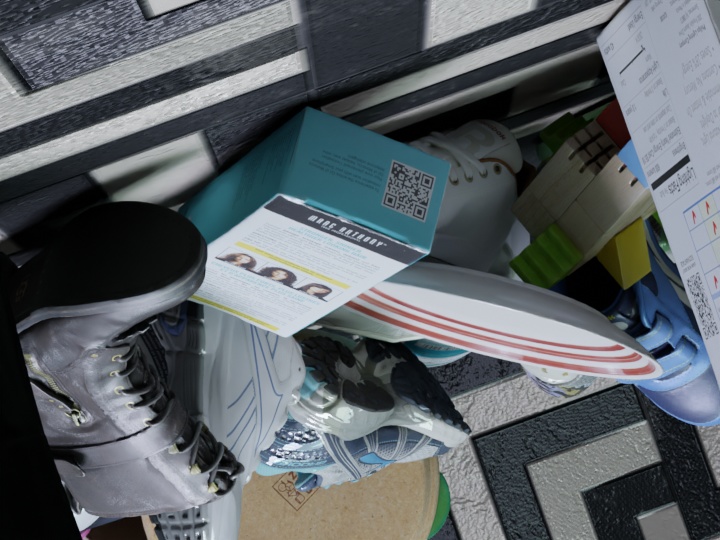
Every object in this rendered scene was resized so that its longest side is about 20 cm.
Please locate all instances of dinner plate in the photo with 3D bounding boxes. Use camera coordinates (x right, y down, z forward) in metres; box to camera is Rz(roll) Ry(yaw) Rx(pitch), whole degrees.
[{"bbox_3d":[0.072,0.024,1.567,0.199,0.024,0.200,15,170,3],"label":"dinner plate"}]

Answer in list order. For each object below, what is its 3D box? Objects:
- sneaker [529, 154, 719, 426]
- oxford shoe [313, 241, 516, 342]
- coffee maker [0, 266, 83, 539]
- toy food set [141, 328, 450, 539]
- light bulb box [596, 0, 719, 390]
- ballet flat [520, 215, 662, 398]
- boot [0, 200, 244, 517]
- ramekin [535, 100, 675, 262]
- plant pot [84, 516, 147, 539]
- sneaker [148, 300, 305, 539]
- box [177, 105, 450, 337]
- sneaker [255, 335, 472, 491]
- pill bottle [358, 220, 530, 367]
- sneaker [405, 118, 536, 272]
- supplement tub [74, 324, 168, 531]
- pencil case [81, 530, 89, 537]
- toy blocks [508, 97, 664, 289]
[{"bbox_3d":[0.157,0.026,1.647,0.074,0.200,0.082,-24,-152,29],"label":"sneaker"},{"bbox_3d":[0.000,0.000,1.651,0.198,0.076,0.058,3,167,-17],"label":"oxford shoe"},{"bbox_3d":[-0.197,0.088,1.307,0.134,0.201,0.192,-20,173,26],"label":"coffee maker"},{"bbox_3d":[-0.041,0.131,1.783,0.199,0.199,0.049,-61,-169,0],"label":"toy food set"},{"bbox_3d":[0.218,-0.059,1.357,0.124,0.201,0.198,-19,175,-9],"label":"light bulb box"},{"bbox_3d":[0.126,0.023,1.752,0.072,0.072,0.201,-17,148,-28],"label":"ballet flat"},{"bbox_3d":[-0.115,0.055,1.453,0.199,0.174,0.070,-15,-140,37],"label":"boot"},{"bbox_3d":[0.220,-0.068,1.797,0.199,0.098,0.200,-20,175,-2],"label":"ramekin"},{"bbox_3d":[-0.127,0.094,1.891,0.186,0.189,0.200,-19,-171,-7],"label":"plant pot"},{"bbox_3d":[-0.070,0.072,1.567,0.087,0.202,0.074,4,180,-33],"label":"sneaker"},{"bbox_3d":[-0.033,-0.021,1.435,0.082,0.049,0.200,21,160,-17],"label":"box"},{"bbox_3d":[-0.008,0.089,1.693,0.086,0.078,0.200,-46,154,17],"label":"sneaker"},{"bbox_3d":[0.045,0.001,1.794,0.110,0.112,0.200,-19,175,-10],"label":"pill bottle"},{"bbox_3d":[0.036,-0.055,1.563,0.085,0.073,0.200,-55,157,11],"label":"sneaker"},{"bbox_3d":[-0.158,0.077,1.642,0.140,0.141,0.199,-24,173,40],"label":"supplement tub"},{"bbox_3d":[-0.260,0.147,1.760,0.199,0.091,0.094,-23,129,30],"label":"pencil case"},{"bbox_3d":[0.173,-0.081,1.552,0.200,0.100,0.137,-35,170,-35],"label":"toy blocks"}]
